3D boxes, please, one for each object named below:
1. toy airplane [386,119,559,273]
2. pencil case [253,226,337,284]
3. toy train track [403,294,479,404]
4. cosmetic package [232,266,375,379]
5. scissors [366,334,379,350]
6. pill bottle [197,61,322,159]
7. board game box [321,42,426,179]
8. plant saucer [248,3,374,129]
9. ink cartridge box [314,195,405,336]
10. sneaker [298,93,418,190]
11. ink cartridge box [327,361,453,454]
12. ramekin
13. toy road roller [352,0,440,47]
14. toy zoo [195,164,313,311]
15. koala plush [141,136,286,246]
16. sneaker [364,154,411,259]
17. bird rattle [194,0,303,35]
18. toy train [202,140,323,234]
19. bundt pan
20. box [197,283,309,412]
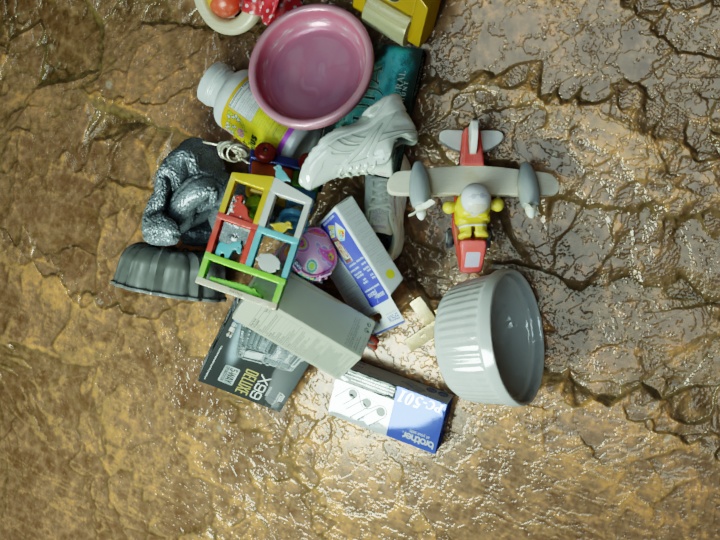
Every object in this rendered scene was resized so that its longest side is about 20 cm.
[{"bbox_3d":[0.168,-0.123,1.424,0.200,0.141,0.199,-43,95,5],"label":"toy airplane"},{"bbox_3d":[-0.107,0.000,1.536,0.088,0.087,0.199,59,150,1],"label":"pencil case"},{"bbox_3d":[0.147,0.124,1.546,0.114,0.033,0.202,-32,96,24],"label":"toy train track"},{"bbox_3d":[-0.088,0.076,1.478,0.198,0.072,0.105,32,146,-10],"label":"cosmetic package"},{"bbox_3d":[-0.055,0.079,1.547,0.197,0.073,0.014,27,75,-7],"label":"scissors"},{"bbox_3d":[-0.165,-0.252,1.545,0.199,0.104,0.105,36,111,11],"label":"pill bottle"},{"bbox_3d":[0.016,-0.250,1.480,0.133,0.028,0.204,11,84,18],"label":"board game box"},{"bbox_3d":[-0.072,-0.306,1.468,0.196,0.051,0.205,-3,75,12],"label":"plant saucer"},{"bbox_3d":[0.000,0.000,1.502,0.047,0.197,0.202,-33,90,-21],"label":"ink cartridge box"},{"bbox_3d":[0.002,-0.169,1.406,0.199,0.078,0.100,-36,82,-3],"label":"sneaker"},{"bbox_3d":[0.049,0.223,1.596,0.197,0.044,0.096,19,109,16],"label":"ink cartridge box"},{"bbox_3d":[0.191,0.103,1.439,0.103,0.199,0.204,-8,99,32],"label":"ramekin"},{"bbox_3d":[0.081,-0.451,1.419,0.122,0.147,0.201,32,148,11],"label":"toy road roller"},{"bbox_3d":[-0.150,-0.058,1.404,0.129,0.020,0.204,17,85,6],"label":"toy zoo"},{"bbox_3d":[-0.224,-0.109,1.567,0.197,0.177,0.187,17,97,20],"label":"koala plush"},{"bbox_3d":[0.042,-0.105,1.498,0.073,0.100,0.204,0,103,9],"label":"sneaker"},{"bbox_3d":[-0.194,-0.453,1.540,0.162,0.113,0.201,-35,101,35],"label":"bird rattle"},{"bbox_3d":[-0.159,-0.128,1.463,0.196,0.117,0.085,13,147,-2],"label":"toy train"},{"bbox_3d":[-0.316,-0.001,1.613,0.198,0.201,0.077,10,93,18],"label":"bundt pan"},{"bbox_3d":[-0.164,0.133,1.597,0.155,0.050,0.201,23,127,-12],"label":"box"}]
